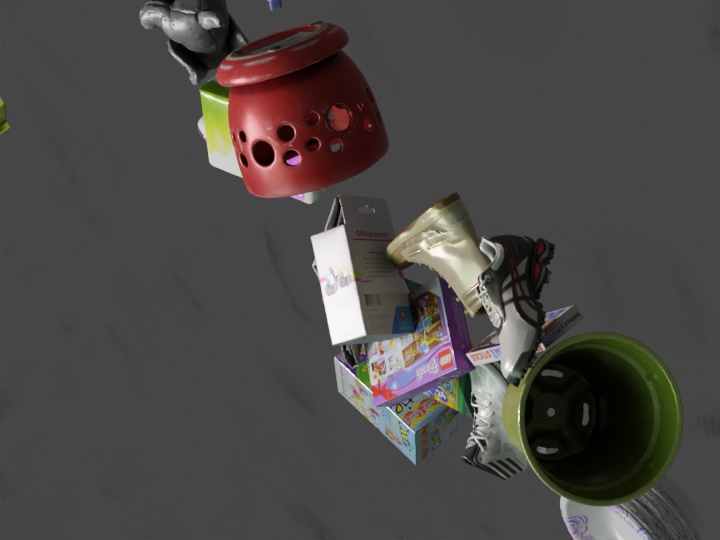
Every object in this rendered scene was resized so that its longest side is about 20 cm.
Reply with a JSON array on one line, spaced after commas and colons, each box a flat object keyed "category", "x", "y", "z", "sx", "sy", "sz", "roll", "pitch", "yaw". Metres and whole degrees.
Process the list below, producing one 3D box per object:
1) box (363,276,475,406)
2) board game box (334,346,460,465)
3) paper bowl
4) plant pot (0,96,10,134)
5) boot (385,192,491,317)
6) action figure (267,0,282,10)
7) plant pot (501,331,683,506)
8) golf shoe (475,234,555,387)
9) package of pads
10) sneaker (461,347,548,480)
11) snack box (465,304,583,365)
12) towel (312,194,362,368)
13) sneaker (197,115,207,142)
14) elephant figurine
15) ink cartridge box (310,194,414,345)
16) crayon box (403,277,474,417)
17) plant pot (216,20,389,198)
[{"category": "box", "x": 0.079, "y": 0.107, "z": 1.669, "sx": 0.200, "sy": 0.039, "sz": 0.137, "roll": -31, "pitch": 62, "yaw": 49}, {"category": "board game box", "x": 0.061, "y": 0.205, "z": 1.913, "sx": 0.200, "sy": 0.103, "sz": 0.105, "roll": 41, "pitch": 154, "yaw": 30}, {"category": "paper bowl", "x": 0.365, "y": 0.333, "z": 1.493, "sx": 0.201, "sy": 0.104, "sz": 0.201, "roll": 42, "pitch": 154, "yaw": 26}, {"category": "plant pot", "x": -1.107, "y": -0.441, "z": 3.203, "sx": 0.199, "sy": 0.200, "sz": 0.182, "roll": 49, "pitch": 164, "yaw": 12}, {"category": "boot", "x": 0.119, "y": -0.002, "z": 1.547, "sx": 0.156, "sy": 0.073, "sz": 0.200, "roll": 55, "pitch": 150, "yaw": 5}, {"category": "action figure", "x": -0.169, "y": -0.424, "z": 1.495, "sx": 0.193, "sy": 0.105, "sz": 0.200, "roll": 47, "pitch": 156, "yaw": 43}, {"category": "plant pot", "x": 0.260, "y": 0.175, "z": 1.403, "sx": 0.200, "sy": 0.200, "sz": 0.184, "roll": 56, "pitch": 170, "yaw": -3}, {"category": "golf shoe", "x": 0.173, "y": 0.045, "z": 1.354, "sx": 0.088, "sy": 0.200, "sz": 0.077, "roll": 14, "pitch": 144, "yaw": -3}, {"category": "package of pads", "x": -0.137, "y": -0.196, "z": 1.711, "sx": 0.200, "sy": 0.068, "sz": 0.155, "roll": 23, "pitch": 141, "yaw": 18}, {"category": "sneaker", "x": 0.185, "y": 0.218, "z": 1.671, "sx": 0.201, "sy": 0.115, "sz": 0.076, "roll": 60, "pitch": 157, "yaw": -12}, {"category": "snack box", "x": 0.210, "y": 0.087, "z": 1.495, "sx": 0.024, "sy": 0.072, "sz": 0.200, "roll": 56, "pitch": 157, "yaw": -3}, {"category": "towel", "x": -0.026, "y": 0.018, "z": 1.751, "sx": 0.035, "sy": 0.200, "sz": 0.193, "roll": -5, "pitch": 130, "yaw": 13}, {"category": "sneaker", "x": -0.195, "y": -0.237, "z": 1.851, "sx": 0.201, "sy": 0.067, "sz": 0.108, "roll": 34, "pitch": 149, "yaw": 33}, {"category": "elephant figurine", "x": -0.232, "y": -0.349, "z": 1.723, "sx": 0.141, "sy": 0.155, "sz": 0.200, "roll": -4, "pitch": 145, "yaw": 14}, {"category": "ink cartridge box", "x": 0.000, "y": 0.000, "z": 1.628, "sx": 0.068, "sy": 0.115, "sz": 0.200, "roll": -18, "pitch": 78, "yaw": 36}, {"category": "crayon box", "x": 0.117, "y": 0.118, "z": 1.749, "sx": 0.126, "sy": 0.052, "sz": 0.200, "roll": 21, "pitch": 140, "yaw": 53}, {"category": "plant pot", "x": -0.081, "y": -0.214, "z": 1.496, "sx": 0.200, "sy": 0.200, "sz": 0.183, "roll": 15, "pitch": 128, "yaw": 57}]
